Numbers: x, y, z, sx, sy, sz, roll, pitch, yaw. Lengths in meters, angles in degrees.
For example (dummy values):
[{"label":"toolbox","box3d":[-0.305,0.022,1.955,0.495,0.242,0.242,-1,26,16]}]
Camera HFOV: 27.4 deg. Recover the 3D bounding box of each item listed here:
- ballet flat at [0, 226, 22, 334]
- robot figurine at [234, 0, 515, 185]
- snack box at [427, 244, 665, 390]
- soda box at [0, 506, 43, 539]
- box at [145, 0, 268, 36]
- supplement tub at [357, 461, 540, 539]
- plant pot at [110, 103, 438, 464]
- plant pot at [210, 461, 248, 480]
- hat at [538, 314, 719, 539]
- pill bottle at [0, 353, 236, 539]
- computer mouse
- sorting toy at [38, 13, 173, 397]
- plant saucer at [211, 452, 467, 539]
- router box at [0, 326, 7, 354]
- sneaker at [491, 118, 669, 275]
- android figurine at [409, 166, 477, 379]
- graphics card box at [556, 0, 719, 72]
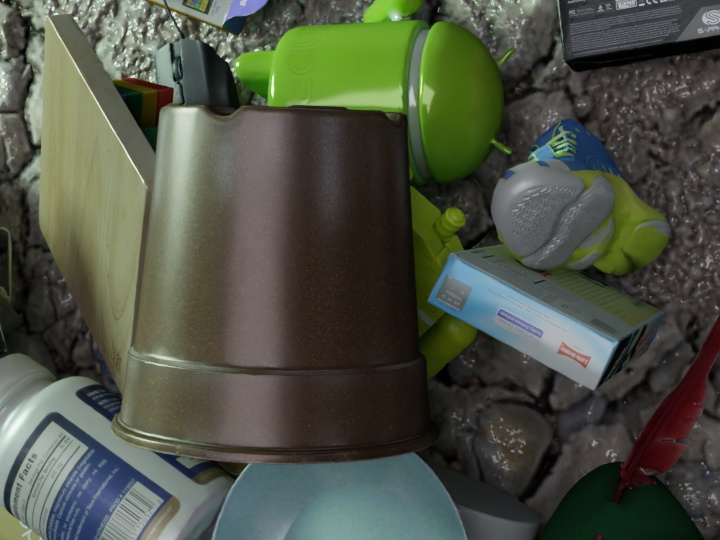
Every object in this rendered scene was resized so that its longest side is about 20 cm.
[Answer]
[{"label":"ballet flat","box3d":[-0.317,-0.040,1.182,0.064,0.067,0.201,-16,83,-12]},{"label":"robot figurine","box3d":[0.011,-0.118,1.052,0.199,0.116,0.176,0,79,16]},{"label":"snack box","box3d":[0.128,0.024,0.966,0.116,0.200,0.037,28,102,16]},{"label":"soda box","box3d":[-0.249,0.172,1.140,0.064,0.068,0.200,-34,78,11]},{"label":"box","box3d":[-0.145,-0.265,1.146,0.200,0.041,0.119,23,94,14]},{"label":"supplement tub","box3d":[0.032,0.242,1.021,0.132,0.132,0.201,20,93,16]},{"label":"plant pot","box3d":[-0.047,0.001,0.895,0.200,0.200,0.199,4,95,17]},{"label":"plant pot","box3d":[-0.082,0.116,1.066,0.200,0.027,0.201,6,99,44]},{"label":"hat","box3d":[0.160,0.139,1.005,0.166,0.199,0.176,-51,47,51]},{"label":"pill bottle","box3d":[-0.189,0.145,1.044,0.200,0.111,0.111,32,96,18]},{"label":"computer mouse","box3d":[-0.142,-0.180,1.112,0.058,0.034,0.201,-13,102,29]},{"label":"sorting toy","box3d":[-0.165,-0.051,1.061,0.199,0.069,0.200,56,147,37]},{"label":"plant saucer","box3d":[-0.008,0.200,0.954,0.201,0.039,0.202,-5,80,31]},{"label":"router box","box3d":[-0.347,0.015,1.122,0.200,0.062,0.150,-25,79,54]},{"label":"sneaker","box3d":[0.128,-0.055,0.981,0.076,0.200,0.105,-42,60,18]},{"label":"android figurine","box3d":[0.000,0.000,1.028,0.182,0.041,0.200,39,136,0]},{"label":"graphics card box","box3d":[0.195,-0.249,1.038,0.125,0.051,0.201,-8,84,16]}]
